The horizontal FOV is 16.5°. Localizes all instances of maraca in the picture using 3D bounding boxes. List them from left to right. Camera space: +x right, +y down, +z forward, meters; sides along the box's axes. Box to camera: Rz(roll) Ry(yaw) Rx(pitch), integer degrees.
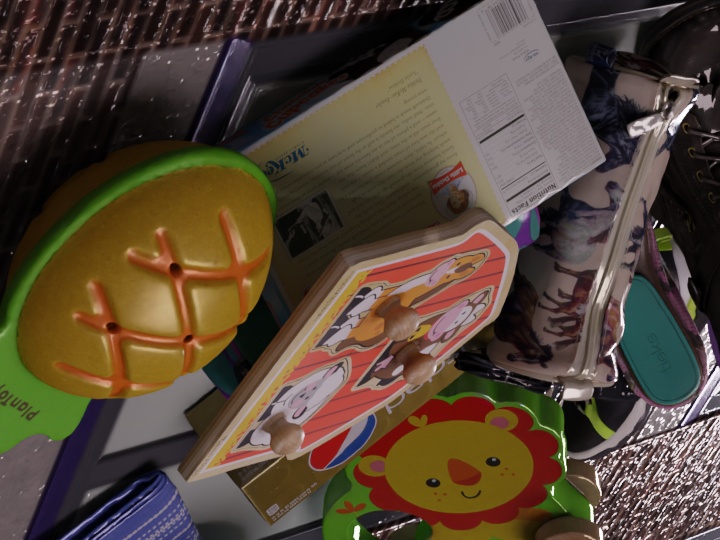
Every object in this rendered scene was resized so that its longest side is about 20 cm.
[{"bbox_3d":[-0.124,0.015,1.220,0.200,0.107,0.137,-43,143,5],"label":"maraca"}]

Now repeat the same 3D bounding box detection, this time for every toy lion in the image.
[{"bbox_3d":[0.055,0.140,1.612,0.199,0.069,0.192,-27,128,28],"label":"toy lion"}]

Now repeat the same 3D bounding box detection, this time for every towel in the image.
[{"bbox_3d":[-0.160,0.203,1.538,0.145,0.024,0.200,-37,154,-12],"label":"towel"}]

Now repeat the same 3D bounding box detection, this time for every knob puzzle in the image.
[{"bbox_3d":[0.017,0.043,1.316,0.219,0.030,0.220,-34,159,-14],"label":"knob puzzle"}]

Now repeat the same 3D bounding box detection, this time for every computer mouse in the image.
[{"bbox_3d":[0.121,0.056,1.525,0.200,0.058,0.034,8,102,-57],"label":"computer mouse"}]

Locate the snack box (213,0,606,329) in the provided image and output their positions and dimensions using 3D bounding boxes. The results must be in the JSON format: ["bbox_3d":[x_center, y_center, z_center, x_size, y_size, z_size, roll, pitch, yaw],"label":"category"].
[{"bbox_3d":[0.023,-0.058,1.308,0.199,0.037,0.117,-33,111,-15],"label":"snack box"}]

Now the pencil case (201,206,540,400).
[{"bbox_3d":[0.000,0.000,1.376,0.200,0.085,0.093,-35,120,-13],"label":"pencil case"}]

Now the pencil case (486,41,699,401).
[{"bbox_3d":[0.134,-0.028,1.426,0.077,0.089,0.201,14,93,-17],"label":"pencil case"}]

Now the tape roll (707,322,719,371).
[{"bbox_3d":[0.342,0.024,1.711,0.200,0.200,0.066,-50,150,16],"label":"tape roll"}]

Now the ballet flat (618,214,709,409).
[{"bbox_3d":[0.157,-0.008,1.530,0.069,0.201,0.071,-26,-164,9],"label":"ballet flat"}]

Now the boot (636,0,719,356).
[{"bbox_3d":[0.223,-0.048,1.480,0.069,0.175,0.200,-14,145,-15],"label":"boot"}]

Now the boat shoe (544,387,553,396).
[{"bbox_3d":[0.090,0.079,1.650,0.063,0.072,0.201,-75,175,-47],"label":"boat shoe"}]

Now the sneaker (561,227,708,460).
[{"bbox_3d":[0.170,0.045,1.693,0.082,0.072,0.201,11,126,-27],"label":"sneaker"}]

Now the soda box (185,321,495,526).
[{"bbox_3d":[-0.002,0.059,1.478,0.200,0.064,0.068,-39,152,-6],"label":"soda box"}]
